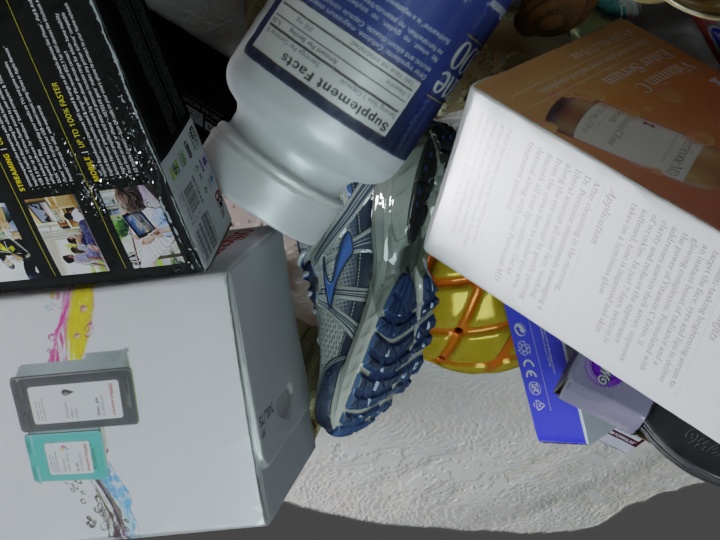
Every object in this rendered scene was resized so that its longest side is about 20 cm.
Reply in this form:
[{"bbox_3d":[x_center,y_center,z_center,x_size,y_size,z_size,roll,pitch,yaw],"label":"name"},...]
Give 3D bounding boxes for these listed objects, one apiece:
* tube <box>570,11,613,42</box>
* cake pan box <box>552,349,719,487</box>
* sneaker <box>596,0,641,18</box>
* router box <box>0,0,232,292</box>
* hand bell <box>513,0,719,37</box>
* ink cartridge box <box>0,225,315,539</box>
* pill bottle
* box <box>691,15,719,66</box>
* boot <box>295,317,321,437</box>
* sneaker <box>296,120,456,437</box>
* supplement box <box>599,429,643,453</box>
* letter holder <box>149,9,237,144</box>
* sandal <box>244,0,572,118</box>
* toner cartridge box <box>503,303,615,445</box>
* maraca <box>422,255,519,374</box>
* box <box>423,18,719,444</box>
[{"bbox_3d":[0.199,-0.087,0.974,0.052,0.200,0.058,-25,143,-49],"label":"tube"},{"bbox_3d":[0.235,0.033,0.999,0.184,0.200,0.052,28,164,9],"label":"cake pan box"},{"bbox_3d":[0.108,-0.213,0.925,0.080,0.072,0.200,1,145,23],"label":"sneaker"},{"bbox_3d":[-0.168,-0.085,0.861,0.149,0.051,0.200,-5,124,21],"label":"router box"},{"bbox_3d":[0.130,-0.155,0.879,0.104,0.104,0.200,13,169,-18],"label":"hand bell"},{"bbox_3d":[-0.142,0.066,0.985,0.199,0.147,0.146,-6,100,10],"label":"ink cartridge box"},{"bbox_3d":[-0.002,-0.118,0.921,0.111,0.111,0.200,30,98,-31],"label":"pill bottle"},{"bbox_3d":[0.255,-0.150,0.944,0.103,0.095,0.200,-51,133,-7],"label":"box"},{"bbox_3d":[-0.107,0.094,1.098,0.155,0.073,0.200,30,105,3],"label":"boot"},{"bbox_3d":[0.000,0.000,1.030,0.077,0.085,0.201,1,106,-59],"label":"sneaker"},{"bbox_3d":[0.219,0.022,1.139,0.061,0.109,0.200,28,126,-30],"label":"supplement box"},{"bbox_3d":[-0.192,-0.095,0.989,0.200,0.101,0.142,30,128,-31],"label":"letter holder"},{"bbox_3d":[0.034,-0.117,1.006,0.211,0.070,0.078,11,133,-16],"label":"sandal"},{"bbox_3d":[0.130,-0.003,1.047,0.043,0.095,0.200,-2,109,47],"label":"toner cartridge box"},{"bbox_3d":[0.055,-0.008,1.097,0.137,0.107,0.200,-31,119,28],"label":"maraca"},{"bbox_3d":[0.163,-0.027,0.891,0.200,0.152,0.107,33,128,24],"label":"box"}]
